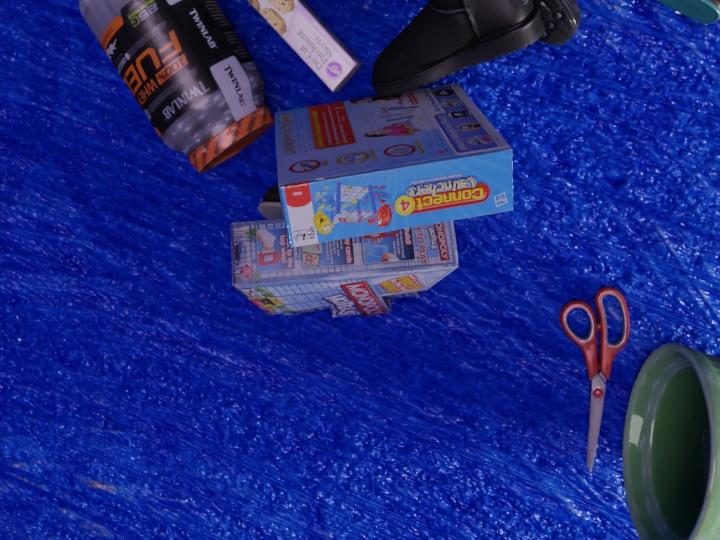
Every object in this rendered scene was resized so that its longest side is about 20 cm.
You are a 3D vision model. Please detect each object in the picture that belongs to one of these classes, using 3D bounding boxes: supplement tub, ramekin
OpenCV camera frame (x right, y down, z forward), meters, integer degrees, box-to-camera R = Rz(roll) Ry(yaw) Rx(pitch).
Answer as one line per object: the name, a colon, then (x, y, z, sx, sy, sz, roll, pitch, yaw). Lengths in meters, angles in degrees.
supplement tub: (-0.177, -0.209, 0.774, 0.121, 0.123, 0.202, -32, 96, 13)
ramekin: (0.338, 0.178, 0.753, 0.095, 0.200, 0.205, 7, 103, -2)

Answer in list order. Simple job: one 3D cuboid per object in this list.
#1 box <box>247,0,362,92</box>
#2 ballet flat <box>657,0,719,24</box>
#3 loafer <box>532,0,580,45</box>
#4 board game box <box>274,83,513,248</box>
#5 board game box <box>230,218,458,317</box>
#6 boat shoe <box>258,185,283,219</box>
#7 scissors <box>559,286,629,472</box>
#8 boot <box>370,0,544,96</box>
box: (-0.081, -0.269, 0.791, 0.041, 0.039, 0.200, -42, 94, 15)
ballet flat: (0.264, -0.300, 0.731, 0.196, 0.069, 0.073, 21, 86, 0)
loafer: (0.135, -0.299, 0.738, 0.200, 0.071, 0.068, 42, 145, 1)
board game box: (0.020, -0.104, 0.711, 0.191, 0.201, 0.057, -10, 119, -2)
board game box: (0.000, 0.000, 0.754, 0.195, 0.200, 0.063, -9, 71, 10)
boat shoe: (-0.010, -0.068, 0.814, 0.196, 0.074, 0.065, 6, 73, 14)
scissors: (0.264, 0.120, 0.839, 0.071, 0.014, 0.205, -11, 99, 8)
boot: (0.064, -0.265, 0.713, 0.195, 0.074, 0.164, -12, 119, 36)
